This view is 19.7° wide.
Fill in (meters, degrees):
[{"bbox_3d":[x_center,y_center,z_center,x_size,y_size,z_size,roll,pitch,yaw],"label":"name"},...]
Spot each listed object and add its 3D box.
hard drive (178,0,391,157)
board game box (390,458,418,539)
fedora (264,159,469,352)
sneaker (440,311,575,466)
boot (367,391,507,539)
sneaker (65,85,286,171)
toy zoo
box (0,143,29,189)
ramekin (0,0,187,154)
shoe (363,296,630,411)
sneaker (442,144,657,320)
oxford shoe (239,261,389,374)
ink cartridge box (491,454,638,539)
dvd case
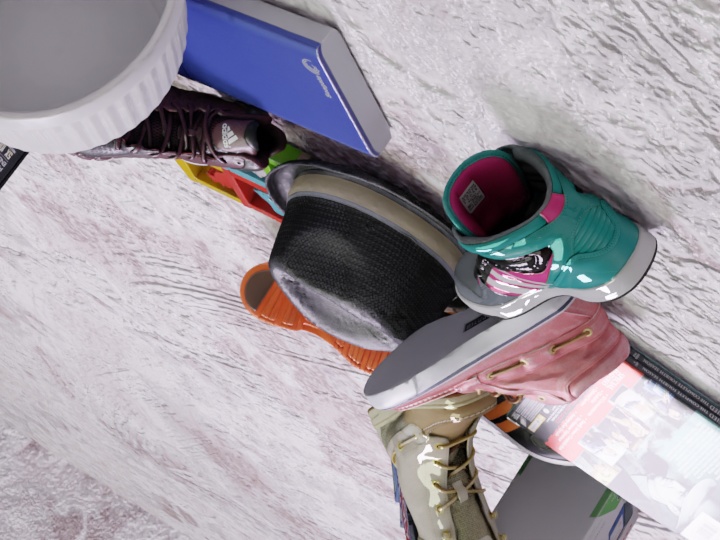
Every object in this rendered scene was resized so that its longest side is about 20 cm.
[{"bbox_3d":[-0.080,-0.158,1.505,0.200,0.025,0.132,25,160,32],"label":"hard drive"},{"bbox_3d":[0.064,0.179,1.865,0.062,0.200,0.200,-4,159,-3],"label":"board game box"},{"bbox_3d":[0.000,0.000,1.625,0.201,0.092,0.201,24,159,9],"label":"fedora"},{"bbox_3d":[0.124,0.094,1.719,0.200,0.070,0.090,28,165,29],"label":"sneaker"},{"bbox_3d":[0.078,0.165,1.685,0.200,0.072,0.155,-30,78,68],"label":"boot"},{"bbox_3d":[-0.137,-0.113,1.566,0.200,0.076,0.115,1,-171,-45],"label":"sneaker"},{"bbox_3d":[-0.107,-0.092,1.743,0.200,0.020,0.131,26,161,28],"label":"toy zoo"},{"bbox_3d":[-0.438,-0.133,2.025,0.086,0.164,0.200,22,158,38],"label":"box"},{"bbox_3d":[-0.212,-0.175,1.419,0.200,0.200,0.105,31,167,15],"label":"ramekin"},{"bbox_3d":[0.102,0.074,1.558,0.200,0.071,0.091,-31,112,28],"label":"shoe"},{"bbox_3d":[0.097,-0.026,1.416,0.121,0.084,0.200,37,156,-23],"label":"sneaker"},{"bbox_3d":[-0.006,0.039,1.867,0.200,0.071,0.073,26,-165,7],"label":"oxford shoe"},{"bbox_3d":[0.180,0.229,1.850,0.087,0.145,0.200,28,161,17],"label":"ink cartridge box"},{"bbox_3d":[0.226,0.132,1.627,0.200,0.022,0.146,35,142,4],"label":"dvd case"}]
